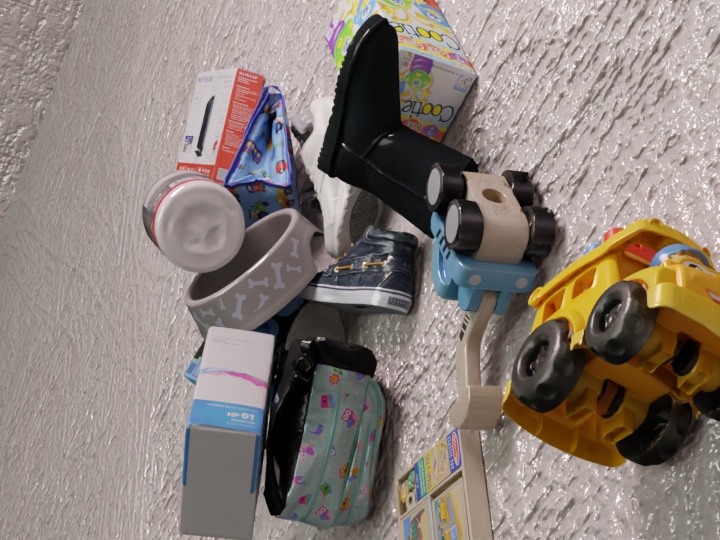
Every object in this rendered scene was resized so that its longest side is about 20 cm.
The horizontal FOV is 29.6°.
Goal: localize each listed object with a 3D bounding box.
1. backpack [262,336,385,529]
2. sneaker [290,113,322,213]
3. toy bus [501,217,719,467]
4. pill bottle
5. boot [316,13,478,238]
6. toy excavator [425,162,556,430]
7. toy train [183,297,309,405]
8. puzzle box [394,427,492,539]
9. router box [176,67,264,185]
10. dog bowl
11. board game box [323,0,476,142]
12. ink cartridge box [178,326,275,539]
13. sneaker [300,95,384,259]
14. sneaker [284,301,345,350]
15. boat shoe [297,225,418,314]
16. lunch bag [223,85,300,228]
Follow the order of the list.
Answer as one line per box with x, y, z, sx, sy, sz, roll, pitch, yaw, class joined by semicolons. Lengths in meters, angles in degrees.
-0.042;0.180;1.500;0.167;0.125;0.203;135;145;-80;backpack
-0.051;-0.133;1.738;0.200;0.075;0.115;28;103;65;sneaker
0.218;0.031;1.056;0.200;0.135;0.193;-41;26;48;toy bus
-0.215;-0.067;1.707;0.200;0.110;0.112;-148;74;-71;pill bottle
0.052;-0.148;1.426;0.076;0.167;0.202;-40;-26;-52;boot
0.115;0.024;1.315;0.195;0.099;0.202;-109;27;-52;toy excavator
-0.128;0.086;1.706;0.114;0.087;0.201;18;70;42;toy train
0.082;0.268;1.320;0.133;0.025;0.202;-48;37;45;puzzle box
-0.229;-0.228;2.188;0.200;0.048;0.182;11;88;65;router box
-0.129;0.003;1.647;0.199;0.059;0.200;-36;18;13;dog bowl
0.042;-0.247;1.566;0.104;0.104;0.201;-60;30;29;board game box
-0.146;0.177;1.513;0.201;0.084;0.146;-90;6;-61;ink cartridge box
-0.028;-0.114;1.622;0.099;0.077;0.203;13;104;39;sneaker
-0.075;0.142;1.658;0.118;0.073;0.203;134;147;-60;sneaker
0.000;0.000;1.578;0.199;0.070;0.092;2;76;55;boat shoe
-0.118;-0.137;1.833;0.151;0.093;0.202;87;-172;-50;lunch bag
